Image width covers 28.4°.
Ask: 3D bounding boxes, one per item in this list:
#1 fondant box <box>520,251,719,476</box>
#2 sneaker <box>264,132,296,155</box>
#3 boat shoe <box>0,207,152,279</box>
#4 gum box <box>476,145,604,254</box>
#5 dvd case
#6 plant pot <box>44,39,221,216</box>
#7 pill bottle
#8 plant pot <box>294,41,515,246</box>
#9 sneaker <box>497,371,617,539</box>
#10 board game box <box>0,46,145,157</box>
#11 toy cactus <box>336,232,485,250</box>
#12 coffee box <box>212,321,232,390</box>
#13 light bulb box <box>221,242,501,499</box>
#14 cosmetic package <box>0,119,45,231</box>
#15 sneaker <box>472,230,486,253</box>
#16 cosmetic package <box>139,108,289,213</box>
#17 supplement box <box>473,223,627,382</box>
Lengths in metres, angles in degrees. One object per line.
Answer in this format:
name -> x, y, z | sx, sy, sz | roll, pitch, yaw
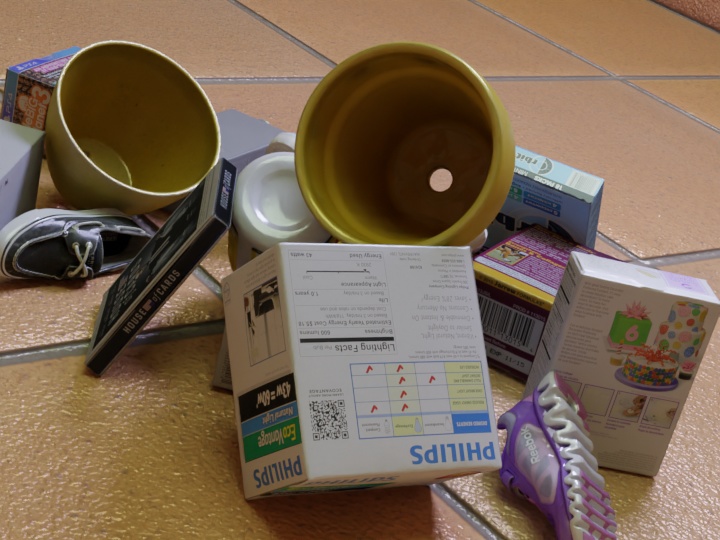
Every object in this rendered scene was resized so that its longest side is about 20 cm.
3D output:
fondant box -> 0.249, 0.094, 1.393 | 0.144, 0.201, 0.058 | 12, 24, -9
sneaker -> -0.057, -0.126, 1.703 | 0.074, 0.082, 0.200 | 15, -20, 19
boat shoe -> -0.298, -0.026, 1.491 | 0.064, 0.071, 0.200 | 28, 26, 29
gum box -> 0.204, -0.067, 1.731 | 0.169, 0.200, 0.045 | 23, 61, 18
dvd case -> -0.191, -0.006, 1.370 | 0.025, 0.200, 0.150 | 38, 18, -18
plant pot -> -0.279, -0.139, 1.621 | 0.199, 0.142, 0.201 | 18, 54, -27
pill bottle -> -0.082, -0.034, 1.477 | 0.111, 0.200, 0.112 | 2, 69, -5
plant pot -> 0.060, -0.102, 1.372 | 0.200, 0.201, 0.189 | 24, 1, 19
sneaker -> 0.173, 0.192, 1.303 | 0.081, 0.088, 0.201 | 47, 24, -40
board game box -> -0.329, -0.196, 1.805 | 0.199, 0.097, 0.159 | 22, 25, 15
toy cactus -> 0.055, -0.022, 1.515 | 0.165, 0.103, 0.200 | -24, 27, -22
coffee box -> -0.036, 0.080, 1.404 | 0.199, 0.080, 0.114 | 14, 24, -3
light bulb box -> -0.001, 0.088, 1.236 | 0.198, 0.201, 0.125 | 1, -16, -30
cosmetic package -> -0.402, -0.076, 1.490 | 0.081, 0.113, 0.200 | 15, 26, 1
sneaker -> 0.087, -0.032, 1.673 | 0.074, 0.082, 0.200 | 10, 9, -20
cosmetic package -> -0.180, -0.134, 1.777 | 0.107, 0.091, 0.200 | 26, 24, 23
supplement box -> 0.200, 0.035, 1.608 | 0.131, 0.104, 0.200 | 25, 27, 24
